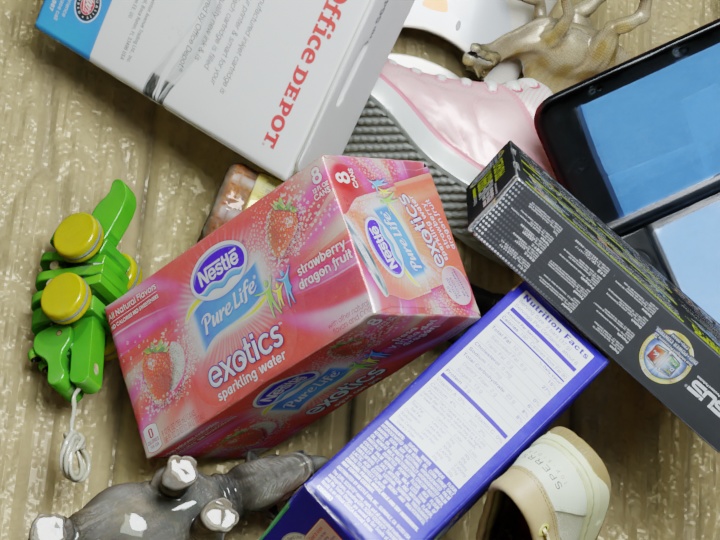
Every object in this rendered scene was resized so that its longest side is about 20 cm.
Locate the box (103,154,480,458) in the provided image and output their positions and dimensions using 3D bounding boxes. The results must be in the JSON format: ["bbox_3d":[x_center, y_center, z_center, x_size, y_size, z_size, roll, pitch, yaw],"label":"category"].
[{"bbox_3d":[-0.042,0.024,1.563,0.094,0.200,0.103,3,62,-48],"label":"box"}]

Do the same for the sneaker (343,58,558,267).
[{"bbox_3d":[0.055,-0.097,1.746,0.200,0.075,0.105,37,57,0],"label":"sneaker"}]

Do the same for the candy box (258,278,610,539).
[{"bbox_3d":[0.031,0.116,1.568,0.077,0.169,0.200,46,59,6],"label":"candy box"}]

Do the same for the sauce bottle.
[{"bbox_3d":[0.000,0.000,1.672,0.199,0.066,0.066,24,58,-2],"label":"sauce bottle"}]

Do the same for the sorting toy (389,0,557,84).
[{"bbox_3d":[0.052,-0.199,1.801,0.199,0.107,0.181,15,79,-9],"label":"sorting toy"}]

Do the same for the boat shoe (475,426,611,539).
[{"bbox_3d":[0.088,0.176,1.542,0.066,0.201,0.074,-25,46,-32],"label":"boat shoe"}]

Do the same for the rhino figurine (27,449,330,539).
[{"bbox_3d":[-0.104,0.140,1.561,0.199,0.087,0.060,-20,78,-25],"label":"rhino figurine"}]

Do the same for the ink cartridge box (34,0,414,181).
[{"bbox_3d":[-0.079,-0.169,1.668,0.199,0.147,0.084,32,21,15],"label":"ink cartridge box"}]

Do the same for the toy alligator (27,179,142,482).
[{"bbox_3d":[-0.174,0.036,1.617,0.054,0.059,0.201,-7,58,27],"label":"toy alligator"}]

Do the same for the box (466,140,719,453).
[{"bbox_3d":[0.149,0.012,1.608,0.200,0.160,0.044,41,99,-6],"label":"box"}]

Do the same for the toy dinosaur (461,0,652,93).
[{"bbox_3d":[0.151,-0.150,1.799,0.199,0.102,0.058,11,19,-28],"label":"toy dinosaur"}]

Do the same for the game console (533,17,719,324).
[{"bbox_3d":[0.233,-0.050,1.686,0.199,0.119,0.173,-24,67,5],"label":"game console"}]
